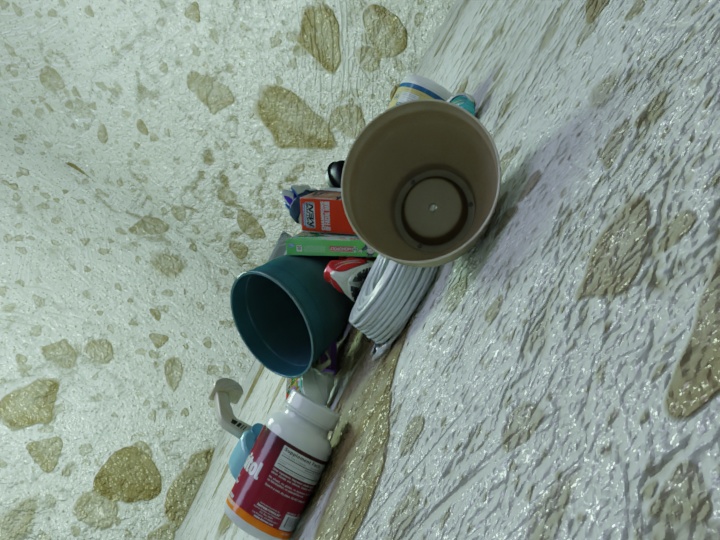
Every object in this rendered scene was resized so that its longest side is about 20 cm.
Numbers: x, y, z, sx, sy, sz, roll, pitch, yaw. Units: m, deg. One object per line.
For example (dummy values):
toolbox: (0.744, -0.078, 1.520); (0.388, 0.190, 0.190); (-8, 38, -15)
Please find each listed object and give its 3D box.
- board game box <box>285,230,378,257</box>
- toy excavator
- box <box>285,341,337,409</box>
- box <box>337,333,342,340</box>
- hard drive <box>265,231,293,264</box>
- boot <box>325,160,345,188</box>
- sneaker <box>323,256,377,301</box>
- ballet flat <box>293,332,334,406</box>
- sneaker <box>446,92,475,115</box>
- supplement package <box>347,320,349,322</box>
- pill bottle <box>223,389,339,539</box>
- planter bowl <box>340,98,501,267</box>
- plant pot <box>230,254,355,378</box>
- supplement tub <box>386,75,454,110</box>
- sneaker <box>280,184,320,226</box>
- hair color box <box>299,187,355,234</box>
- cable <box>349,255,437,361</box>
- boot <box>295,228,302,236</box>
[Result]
board game box: (-0.019, -0.052, 1.294); (0.134, 0.194, 0.030); (-40, -49, -69)
toy excavator: (-0.191, 0.294, 1.265); (0.101, 0.197, 0.196); (-54, 10, 31)
box: (-0.102, 0.187, 1.487); (0.201, 0.038, 0.140); (126, 150, -46)
box: (-0.058, 0.068, 1.631); (0.141, 0.078, 0.204); (-42, 21, 61)
hard drive: (-0.163, 0.033, 1.647); (0.204, 0.137, 0.038); (-63, 6, -14)
boot: (0.042, -0.178, 1.372); (0.080, 0.209, 0.159); (-51, -5, -44)
sneaker: (0.000, 0.000, 1.263); (0.199, 0.083, 0.079); (-1, -67, -67)
ballet flat: (-0.081, 0.187, 1.331); (0.070, 0.068, 0.203); (-55, 34, 33)
sneaker: (0.147, -0.238, 1.360); (0.202, 0.076, 0.080); (-58, 17, 25)
supplement package: (-0.008, -0.018, 1.469); (0.202, 0.108, 0.115); (-57, 8, 31)
pill bottle: (-0.112, 0.289, 1.088); (0.204, 0.111, 0.113); (-62, 8, -7)
planter bowl: (0.086, -0.095, 0.932); (0.204, 0.197, 0.135); (-61, -19, -3)
plant pot: (-0.100, 0.054, 1.306); (0.187, 0.201, 0.201); (-35, -12, -42)
supplement tub: (0.104, -0.272, 1.479); (0.204, 0.142, 0.145); (-61, 8, -4)
sneaker: (-0.108, -0.100, 1.460); (0.081, 0.144, 0.202); (-55, 8, 31)
hair color box: (0.002, -0.106, 1.303); (0.111, 0.195, 0.066); (-32, -58, -60)
cable: (0.055, 0.010, 1.110); (0.202, 0.068, 0.202); (-56, 9, 36)
boot: (-0.136, 0.019, 1.514); (0.202, 0.075, 0.142); (-73, -20, -54)
